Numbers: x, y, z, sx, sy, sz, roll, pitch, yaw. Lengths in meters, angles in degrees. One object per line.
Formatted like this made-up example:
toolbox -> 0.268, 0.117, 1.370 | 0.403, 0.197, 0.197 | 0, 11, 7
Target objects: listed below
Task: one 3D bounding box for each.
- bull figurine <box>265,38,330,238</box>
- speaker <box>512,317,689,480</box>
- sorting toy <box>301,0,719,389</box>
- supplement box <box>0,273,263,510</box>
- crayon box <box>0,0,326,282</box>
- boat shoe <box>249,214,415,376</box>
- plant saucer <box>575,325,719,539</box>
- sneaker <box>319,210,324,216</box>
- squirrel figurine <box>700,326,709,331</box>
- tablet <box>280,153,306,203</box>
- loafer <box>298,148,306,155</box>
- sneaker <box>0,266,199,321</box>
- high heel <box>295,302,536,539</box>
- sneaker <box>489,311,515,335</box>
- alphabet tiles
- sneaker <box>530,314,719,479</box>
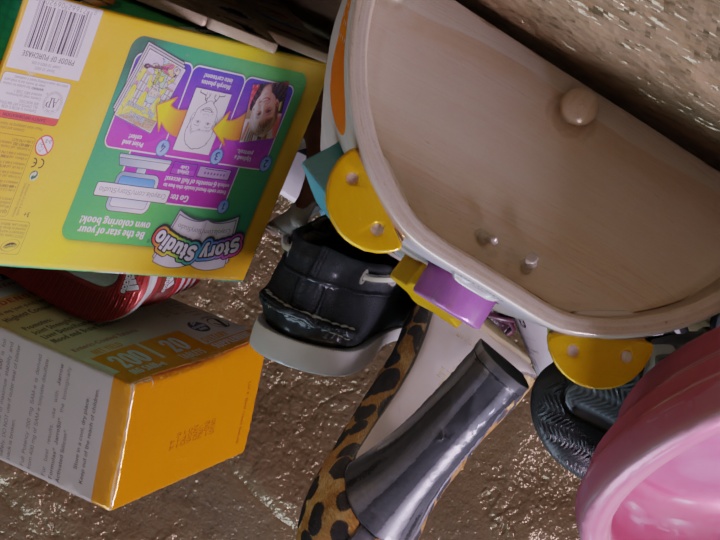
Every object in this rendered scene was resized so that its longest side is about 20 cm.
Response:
bull figurine -> -0.062, -0.092, 0.892 | 0.200, 0.122, 0.065 | 23, 177, 38
speaker -> 0.135, 0.062, 0.829 | 0.200, 0.081, 0.081 | 66, 165, -20
sorting toy -> 0.049, -0.020, 0.683 | 0.200, 0.107, 0.180 | 32, 169, -6
supplement box -> -0.169, 0.045, 0.877 | 0.200, 0.074, 0.126 | 20, -163, 24
crayon box -> -0.112, -0.063, 0.731 | 0.058, 0.119, 0.200 | 32, -164, 33
boat shoe -> 0.000, 0.000, 0.816 | 0.075, 0.060, 0.200 | 18, -166, 3
plant saucer -> 0.180, 0.067, 0.637 | 0.200, 0.200, 0.051 | 33, -141, -47
sneaker -> 0.018, -0.054, 1.039 | 0.074, 0.082, 0.200 | 31, 179, -31
squirrel figurine -> 0.288, 0.139, 1.064 | 0.186, 0.142, 0.200 | 25, 180, 3
tablet -> -0.103, -0.129, 1.007 | 0.200, 0.014, 0.130 | 32, -144, -36
loafer -> 0.019, -0.073, 0.917 | 0.071, 0.073, 0.200 | 17, -165, -49
sneaker -> -0.174, -0.030, 0.898 | 0.200, 0.078, 0.115 | 32, -168, 19
high heel -> 0.016, 0.081, 0.780 | 0.071, 0.143, 0.200 | 41, -173, -2
sneaker -> 0.102, 0.016, 1.002 | 0.076, 0.116, 0.200 | 32, 179, -14
alphabet tiles -> -0.102, -0.145, 0.794 | 0.166, 0.006, 0.200 | 19, -166, -19
sneaker -> 0.164, 0.049, 0.757 | 0.199, 0.075, 0.116 | 5, -154, -12
